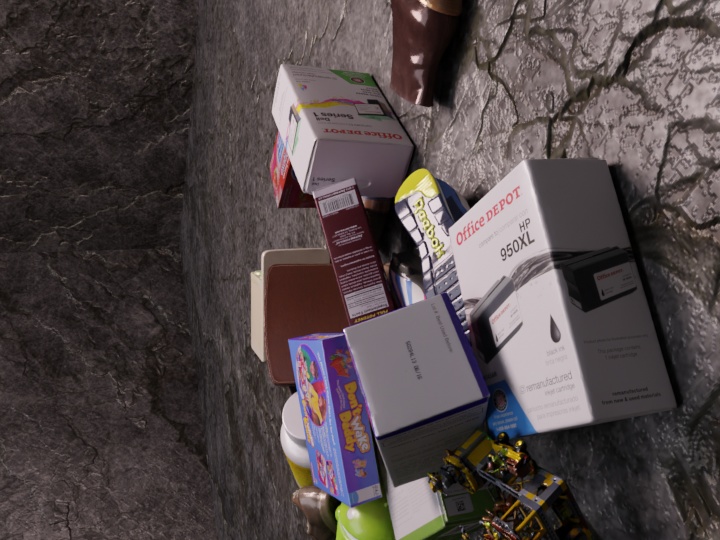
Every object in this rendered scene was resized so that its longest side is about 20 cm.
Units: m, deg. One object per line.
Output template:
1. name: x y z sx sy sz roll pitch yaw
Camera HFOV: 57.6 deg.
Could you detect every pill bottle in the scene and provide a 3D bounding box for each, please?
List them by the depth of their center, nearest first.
1. pill bottle: -0.061 0.270 1.010 0.202 0.111 0.113 80 170 -48

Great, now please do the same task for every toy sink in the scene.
1. toy sink: -0.134 0.054 1.228 0.112 0.128 0.204 -156 64 -66

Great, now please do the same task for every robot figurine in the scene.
1. robot figurine: 0.023 0.368 0.876 0.176 0.113 0.204 -114 28 -69

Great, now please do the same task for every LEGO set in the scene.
1. LEGO set: 0.119 0.242 0.532 0.153 0.115 0.202 20 142 58

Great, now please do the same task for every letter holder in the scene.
1. letter holder: -0.086 0.101 1.048 0.101 0.139 0.203 109 157 -60

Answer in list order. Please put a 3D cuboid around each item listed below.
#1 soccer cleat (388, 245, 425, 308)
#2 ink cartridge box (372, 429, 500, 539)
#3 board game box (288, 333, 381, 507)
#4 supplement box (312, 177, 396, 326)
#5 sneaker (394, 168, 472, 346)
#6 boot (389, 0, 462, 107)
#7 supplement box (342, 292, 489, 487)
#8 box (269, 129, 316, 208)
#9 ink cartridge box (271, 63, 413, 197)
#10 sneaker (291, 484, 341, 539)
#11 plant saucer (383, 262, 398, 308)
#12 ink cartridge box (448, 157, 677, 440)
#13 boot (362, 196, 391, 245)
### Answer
1. soccer cleat: 0.090 0.049 0.759 0.201 0.069 0.088 -122 20 -55
2. ink cartridge box: 0.078 0.210 0.779 0.148 0.074 0.203 120 143 -54
3. board game box: -0.036 0.185 0.847 0.134 0.044 0.204 -11 88 66
4. supplement box: 0.000 0.000 0.828 0.109 0.060 0.203 64 -170 -74
5. sneaker: 0.104 -0.015 0.689 0.074 0.082 0.203 -34 57 32
6. boot: 0.050 -0.306 0.795 0.200 0.071 0.169 -127 42 -50
7. supplement box: 0.055 0.123 0.623 0.201 0.102 0.102 74 177 -59
8. box: -0.091 -0.208 1.134 0.201 0.094 0.101 116 146 -50
9. ink cartridge box: -0.030 -0.197 0.913 0.202 0.142 0.085 -114 32 -42
10. sneaker: -0.041 0.398 1.012 0.071 0.074 0.203 -58 -43 -48
11. plant saucer: 0.035 0.090 0.937 0.199 0.029 0.204 178 90 -68
12. ink cartridge box: 0.155 0.028 0.547 0.145 0.083 0.204 134 130 -63
13. boot: -0.020 -0.085 0.996 0.200 0.073 0.099 -142 56 -60
